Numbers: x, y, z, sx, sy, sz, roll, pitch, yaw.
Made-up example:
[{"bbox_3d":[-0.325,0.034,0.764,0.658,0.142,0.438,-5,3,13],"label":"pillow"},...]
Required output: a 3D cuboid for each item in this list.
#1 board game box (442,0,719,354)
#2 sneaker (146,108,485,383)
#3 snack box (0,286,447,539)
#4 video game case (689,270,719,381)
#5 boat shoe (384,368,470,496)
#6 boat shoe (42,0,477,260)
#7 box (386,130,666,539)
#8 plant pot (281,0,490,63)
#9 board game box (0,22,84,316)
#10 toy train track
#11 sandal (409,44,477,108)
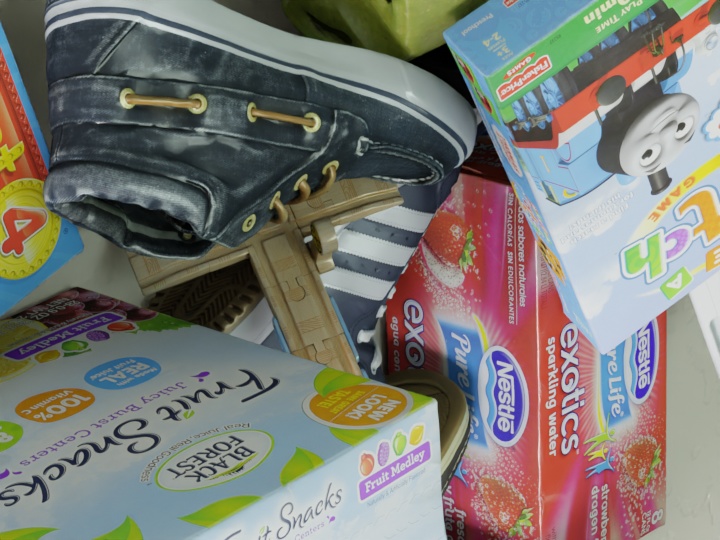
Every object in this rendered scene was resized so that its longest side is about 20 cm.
[{"bbox_3d":[0.128,-0.070,1.061,0.151,0.037,0.200,-36,143,-5],"label":"board game box"},{"bbox_3d":[0.000,0.000,1.125,0.200,0.070,0.109,-45,128,-20],"label":"sneaker"},{"bbox_3d":[-0.096,0.080,0.945,0.168,0.200,0.068,-26,122,-41],"label":"snack box"},{"bbox_3d":[0.180,-0.022,1.271,0.200,0.023,0.182,-87,160,-44],"label":"video game case"},{"bbox_3d":[-0.018,0.134,1.158,0.201,0.072,0.066,-52,141,-16],"label":"boat shoe"},{"bbox_3d":[-0.039,-0.042,0.996,0.200,0.071,0.091,16,70,-37],"label":"boat shoe"},{"bbox_3d":[0.078,0.035,1.207,0.100,0.095,0.201,-22,118,-43],"label":"box"},{"bbox_3d":[0.044,-0.180,1.045,0.184,0.200,0.201,-36,128,-21],"label":"plant pot"},{"bbox_3d":[-0.208,-0.038,0.890,0.196,0.056,0.200,-42,130,-32],"label":"board game box"},{"bbox_3d":[-0.022,0.013,1.036,0.114,0.200,0.033,-20,163,-11],"label":"toy train track"},{"bbox_3d":[0.100,-0.107,1.108,0.200,0.075,0.048,-13,121,-37],"label":"sandal"}]
